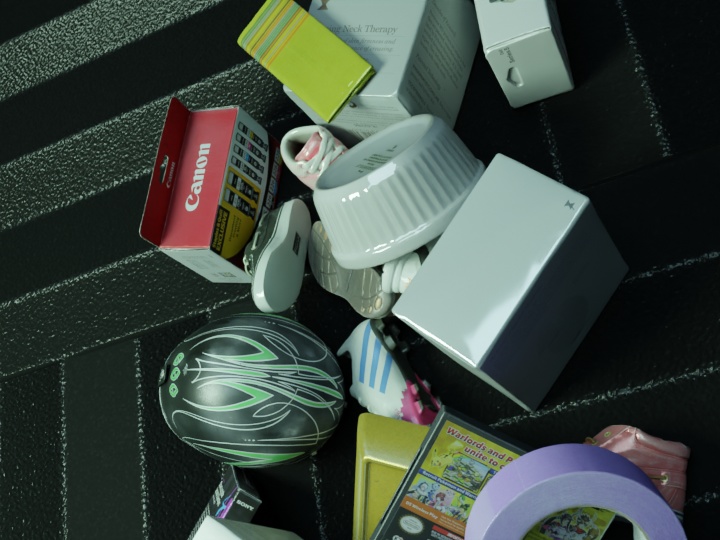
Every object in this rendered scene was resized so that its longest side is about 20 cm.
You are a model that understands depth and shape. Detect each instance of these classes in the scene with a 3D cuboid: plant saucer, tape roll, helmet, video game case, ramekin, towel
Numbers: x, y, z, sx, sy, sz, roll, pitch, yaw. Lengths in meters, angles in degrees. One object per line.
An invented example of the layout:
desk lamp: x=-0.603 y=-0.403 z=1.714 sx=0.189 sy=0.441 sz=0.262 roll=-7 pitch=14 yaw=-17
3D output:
plant saucer: x=0.070 y=0.269 z=1.027 sx=0.199 sy=0.048 sz=0.201 roll=9 pitch=104 yaw=28
tape roll: x=0.200 y=0.268 z=0.910 sx=0.199 sy=0.066 sz=0.201 roll=0 pitch=104 yaw=-1
helmet: x=-0.121 y=0.141 z=1.149 sx=0.190 sy=0.200 sz=0.201 roll=-8 pitch=66 yaw=41
video game case: x=0.128 y=0.253 z=0.955 sx=0.199 sy=0.026 sz=0.181 roll=26 pitch=101 yaw=-5
ramekin: x=0.038 y=-0.097 z=1.103 sx=0.202 sy=0.094 sz=0.202 roll=-28 pitch=19 yaw=11
towel: x=-0.069 y=-0.261 z=1.176 sx=0.086 sy=0.018 sz=0.200 roll=-50 pitch=58 yaw=9

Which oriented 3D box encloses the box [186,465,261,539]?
box: x=-0.182 y=0.333 z=1.132 sx=0.036 sy=0.143 sz=0.201 roll=29 pitch=86 yaw=-10

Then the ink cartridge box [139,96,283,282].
ink cartridge box: x=-0.188 y=-0.105 z=1.272 sx=0.084 sy=0.176 sz=0.201 roll=0 pitch=72 yaw=26

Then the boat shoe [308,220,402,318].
boat shoe: x=0.000 y=0.000 z=1.205 sx=0.200 sy=0.072 sz=0.076 roll=46 pitch=125 yaw=45

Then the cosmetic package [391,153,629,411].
cosmetic package: x=0.165 y=0.019 z=1.038 sx=0.123 sy=0.200 sz=0.200 roll=33 pitch=86 yaw=31

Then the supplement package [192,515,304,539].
supplement package: x=-0.103 y=0.351 z=1.041 sx=0.117 sy=0.200 sz=0.118 roll=26 pitch=84 yaw=30

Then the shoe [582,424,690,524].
shoe: x=0.238 y=0.204 z=1.012 sx=0.199 sy=0.071 sz=0.091 roll=9 pitch=74 yaw=23

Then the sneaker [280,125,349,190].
sneaker: x=-0.025 y=-0.119 z=1.241 sx=0.200 sy=0.105 sz=0.075 roll=34 pitch=86 yaw=31

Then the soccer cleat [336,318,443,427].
soccer cleat: x=0.037 y=0.148 z=1.136 sx=0.086 sy=0.070 sz=0.200 roll=-40 pitch=53 yaw=19

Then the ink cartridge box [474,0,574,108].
ink cartridge box: x=0.191 y=-0.324 z=1.188 sx=0.084 sy=0.145 sz=0.201 roll=-15 pitch=65 yaw=18

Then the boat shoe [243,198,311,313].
boat shoe: x=-0.111 y=-0.013 z=1.234 sx=0.063 sy=0.071 sz=0.200 roll=-16 pitch=33 yaw=22

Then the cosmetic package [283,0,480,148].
cosmetic package: x=0.033 y=-0.273 z=1.233 sx=0.167 sy=0.166 sz=0.201 roll=9 pitch=74 yaw=30

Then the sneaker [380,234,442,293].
sneaker: x=0.102 y=-0.027 z=1.132 sx=0.080 sy=0.074 sz=0.200 roll=22 pitch=48 yaw=20
